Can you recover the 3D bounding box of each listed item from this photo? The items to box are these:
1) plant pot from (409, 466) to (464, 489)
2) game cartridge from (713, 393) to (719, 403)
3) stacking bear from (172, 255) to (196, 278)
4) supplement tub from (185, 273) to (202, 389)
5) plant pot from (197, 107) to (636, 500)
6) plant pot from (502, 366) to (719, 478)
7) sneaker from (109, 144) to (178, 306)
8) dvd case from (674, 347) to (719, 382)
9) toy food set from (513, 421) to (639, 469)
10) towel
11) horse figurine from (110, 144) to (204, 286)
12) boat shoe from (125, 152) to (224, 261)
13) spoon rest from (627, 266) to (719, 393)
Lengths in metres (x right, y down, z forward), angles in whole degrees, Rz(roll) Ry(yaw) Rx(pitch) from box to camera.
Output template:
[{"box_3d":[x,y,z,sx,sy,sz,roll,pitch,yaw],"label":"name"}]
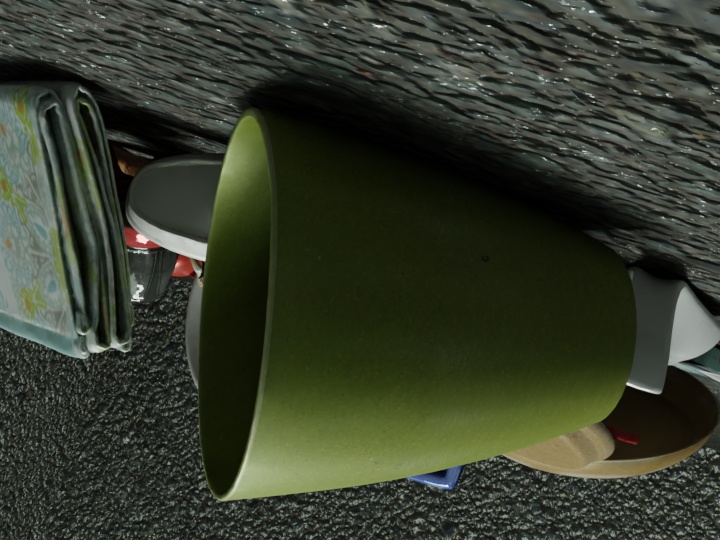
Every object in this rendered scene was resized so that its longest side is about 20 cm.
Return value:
[{"box_3d":[0.065,0.144,1.660,0.198,0.203,0.180,16,-179,13],"label":"plant pot"},{"box_3d":[0.203,0.087,1.172,0.199,0.042,0.133,15,170,44],"label":"game cartridge"},{"box_3d":[-0.220,-0.040,1.213,0.198,0.123,0.114,8,169,27],"label":"stacking bear"},{"box_3d":[-0.035,0.050,1.133,0.198,0.147,0.144,6,-177,-33],"label":"supplement tub"},{"box_3d":[0.030,0.023,0.669,0.197,0.190,0.187,5,179,-16],"label":"plant pot"},{"box_3d":[0.166,0.105,0.985,0.197,0.028,0.200,0,-161,0],"label":"plant pot"},{"box_3d":[-0.191,-0.039,0.940,0.070,0.099,0.200,-15,-147,-36],"label":"sneaker"},{"box_3d":[0.207,0.053,1.090,0.145,0.022,0.199,23,175,-41],"label":"dvd case"},{"box_3d":[0.079,0.067,0.838,0.196,0.049,0.200,21,164,30],"label":"toy food set"},{"box_3d":[-0.212,-0.039,0.866,0.048,0.174,0.199,-16,-164,-33],"label":"towel"},{"box_3d":[-0.140,-0.044,0.997,0.133,0.050,0.200,56,168,-17],"label":"horse figurine"},{"box_3d":[-0.056,-0.038,0.813,0.197,0.072,0.069,8,173,9],"label":"boat shoe"},{"box_3d":[0.176,0.028,0.805,0.098,0.061,0.200,19,-171,11],"label":"spoon rest"}]
